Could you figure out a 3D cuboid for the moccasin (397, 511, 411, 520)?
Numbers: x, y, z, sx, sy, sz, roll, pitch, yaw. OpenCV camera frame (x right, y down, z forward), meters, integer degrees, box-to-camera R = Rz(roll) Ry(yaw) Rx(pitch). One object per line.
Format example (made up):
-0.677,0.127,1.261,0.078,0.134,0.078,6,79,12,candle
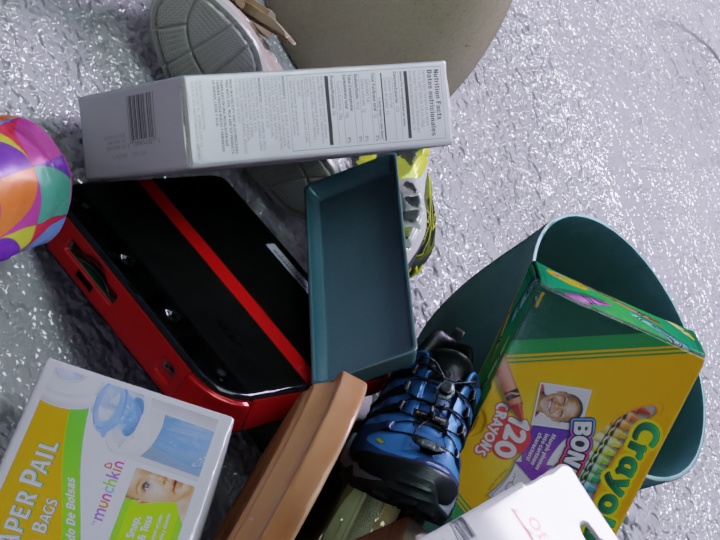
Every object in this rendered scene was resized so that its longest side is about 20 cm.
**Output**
0.094,0.212,1.317,0.200,0.073,0.078,23,58,-29,moccasin

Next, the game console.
-0.093,0.015,1.180,0.200,0.031,0.176,49,29,23,game console

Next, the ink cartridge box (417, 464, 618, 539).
0.067,0.193,1.005,0.199,0.068,0.117,-20,73,-47,ink cartridge box

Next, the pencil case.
-0.247,-0.025,1.036,0.200,0.088,0.089,-31,92,-53,pencil case

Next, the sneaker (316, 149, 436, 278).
0.023,-0.021,1.310,0.201,0.074,0.085,-71,150,-52,sneaker

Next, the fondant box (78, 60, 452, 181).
-0.061,-0.096,1.207,0.198,0.144,0.059,-6,93,-35,fondant box

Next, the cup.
0.040,-0.228,1.476,0.199,0.143,0.202,29,47,-36,cup

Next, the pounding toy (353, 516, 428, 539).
0.017,0.246,1.093,0.142,0.183,0.201,44,39,-23,pounding toy

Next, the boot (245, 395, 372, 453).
-0.046,0.037,1.260,0.138,0.077,0.200,42,30,-7,boot

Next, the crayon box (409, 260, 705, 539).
0.123,0.110,1.207,0.118,0.202,0.058,23,15,-5,crayon box

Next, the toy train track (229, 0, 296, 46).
-0.098,-0.212,1.301,0.114,0.033,0.200,33,-1,22,toy train track

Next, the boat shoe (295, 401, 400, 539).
0.006,0.150,1.243,0.063,0.073,0.201,52,39,-15,boat shoe

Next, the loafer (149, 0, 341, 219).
-0.081,-0.126,1.333,0.201,0.071,0.063,54,18,-22,loafer

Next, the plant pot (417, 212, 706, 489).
0.128,0.083,1.361,0.200,0.160,0.202,29,46,-36,plant pot

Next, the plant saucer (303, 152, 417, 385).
0.000,0.000,1.201,0.201,0.069,0.019,-95,161,-49,plant saucer

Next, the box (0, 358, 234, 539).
-0.149,0.163,0.977,0.111,0.102,0.201,17,45,-2,box

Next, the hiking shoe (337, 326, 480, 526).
0.034,0.088,1.130,0.074,0.087,0.200,22,10,-4,hiking shoe

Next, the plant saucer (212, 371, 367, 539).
-0.058,0.144,1.067,0.032,0.201,0.201,29,40,-2,plant saucer
